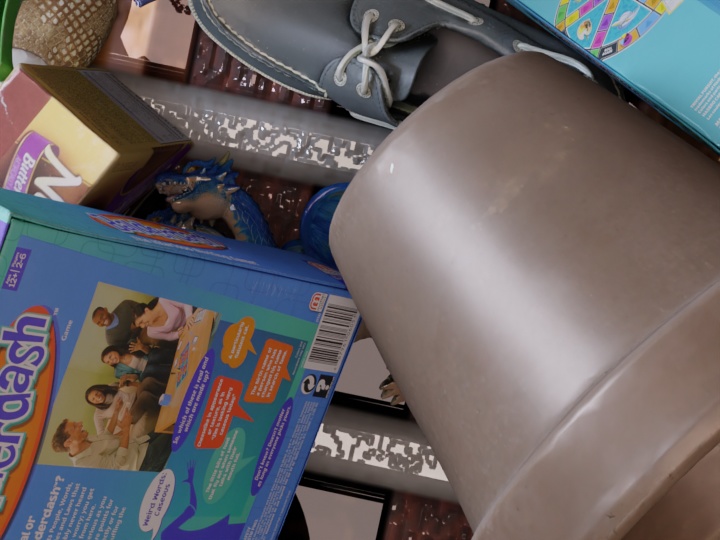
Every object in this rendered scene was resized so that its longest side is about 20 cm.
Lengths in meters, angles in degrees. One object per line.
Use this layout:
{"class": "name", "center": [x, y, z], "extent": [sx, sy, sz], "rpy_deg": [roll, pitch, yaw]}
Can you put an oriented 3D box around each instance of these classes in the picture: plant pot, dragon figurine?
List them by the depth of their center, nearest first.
{"class": "plant pot", "center": [0.084, 0.016, 1.006], "extent": [0.200, 0.200, 0.175], "rpy_deg": [-43, 72, 5]}
{"class": "dragon figurine", "center": [0.000, 0.000, 1.140], "extent": [0.200, 0.059, 0.100], "rpy_deg": [0, 58, -21]}

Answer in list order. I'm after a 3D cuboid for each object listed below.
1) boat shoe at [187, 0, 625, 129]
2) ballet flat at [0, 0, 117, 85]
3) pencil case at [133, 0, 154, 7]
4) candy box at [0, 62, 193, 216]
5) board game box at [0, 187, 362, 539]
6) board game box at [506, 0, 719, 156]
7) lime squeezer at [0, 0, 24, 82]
{"class": "boat shoe", "center": [0.020, -0.095, 1.141], "extent": [0.200, 0.062, 0.073], "rpy_deg": [22, 95, 0]}
{"class": "ballet flat", "center": [-0.187, -0.059, 1.145], "extent": [0.200, 0.065, 0.071], "rpy_deg": [-30, 135, 9]}
{"class": "pencil case", "center": [-0.077, -0.203, 0.988], "extent": [0.091, 0.094, 0.200], "rpy_deg": [34, 124, 17]}
{"class": "candy box", "center": [-0.136, -0.023, 1.083], "extent": [0.056, 0.200, 0.117], "rpy_deg": [41, 95, 2]}
{"class": "board game box", "center": [-0.097, 0.056, 0.999], "extent": [0.045, 0.200, 0.152], "rpy_deg": [27, 99, 38]}
{"class": "board game box", "center": [0.137, -0.146, 1.085], "extent": [0.151, 0.047, 0.200], "rpy_deg": [-53, 52, 5]}
{"class": "lime squeezer", "center": [-0.157, -0.148, 1.064], "extent": [0.038, 0.071, 0.200], "rpy_deg": [-33, 63, 28]}
